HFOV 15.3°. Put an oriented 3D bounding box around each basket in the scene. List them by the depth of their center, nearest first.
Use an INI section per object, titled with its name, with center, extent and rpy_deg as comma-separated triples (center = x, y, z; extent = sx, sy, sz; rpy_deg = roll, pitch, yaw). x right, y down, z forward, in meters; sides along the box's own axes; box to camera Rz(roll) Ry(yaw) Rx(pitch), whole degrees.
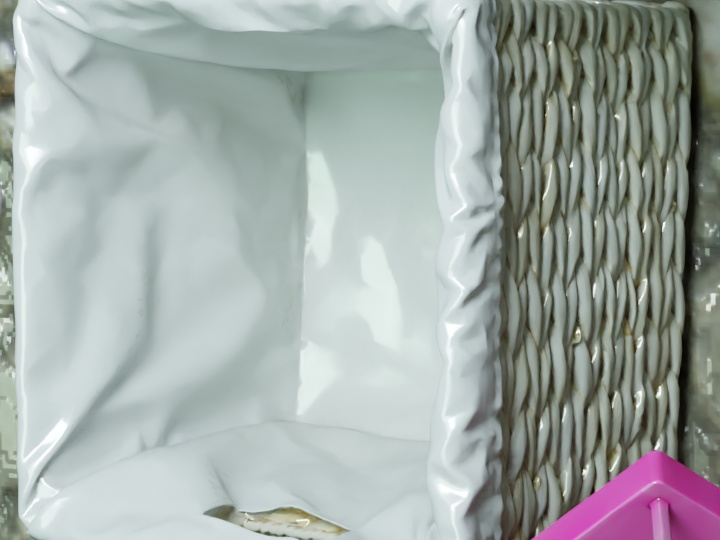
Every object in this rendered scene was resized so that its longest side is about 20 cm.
[basket]
center = 0.000, 0.000, 0.926
extent = 0.197, 0.160, 0.202
rpy_deg = 5, 96, 37

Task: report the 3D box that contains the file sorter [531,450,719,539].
[file sorter]
center = 0.115, 0.179, 0.806
extent = 0.139, 0.199, 0.126
rpy_deg = -40, 32, 33
